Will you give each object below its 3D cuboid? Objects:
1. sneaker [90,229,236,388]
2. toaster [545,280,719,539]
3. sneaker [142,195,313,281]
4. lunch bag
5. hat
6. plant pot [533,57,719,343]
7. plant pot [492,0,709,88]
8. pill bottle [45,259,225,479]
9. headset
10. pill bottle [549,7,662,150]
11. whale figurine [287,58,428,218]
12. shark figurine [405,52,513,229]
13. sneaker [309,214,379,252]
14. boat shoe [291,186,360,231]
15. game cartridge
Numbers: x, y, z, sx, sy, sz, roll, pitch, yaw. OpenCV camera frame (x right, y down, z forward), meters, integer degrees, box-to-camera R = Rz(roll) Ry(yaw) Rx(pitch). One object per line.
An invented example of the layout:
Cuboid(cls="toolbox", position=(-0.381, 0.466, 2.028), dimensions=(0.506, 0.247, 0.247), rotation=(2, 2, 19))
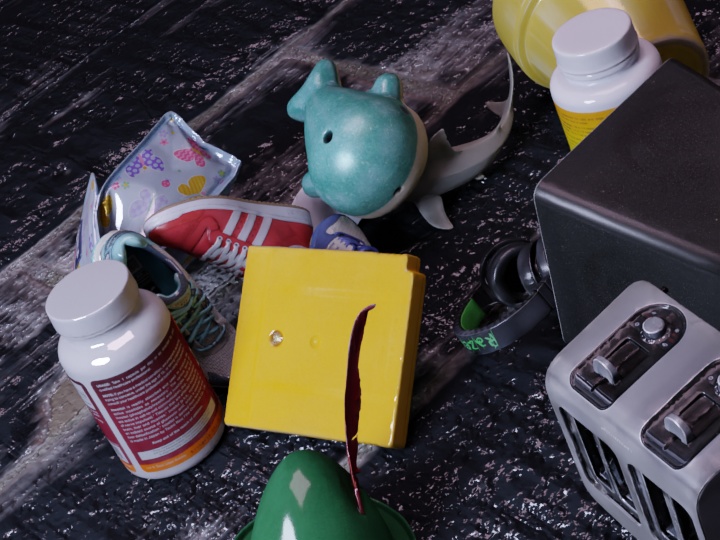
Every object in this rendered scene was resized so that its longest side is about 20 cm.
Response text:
Cuboid(cls="sneaker", position=(-0.183, 0.041, 1.637), dimensions=(0.078, 0.200, 0.086), rotation=(-49, 11, -18))
Cuboid(cls="toaster", position=(0.248, 0.134, 1.259), dimensions=(0.118, 0.200, 0.181), rotation=(-36, 43, -12))
Cuboid(cls="sneaker", position=(-0.120, -0.009, 1.686), dimensions=(0.071, 0.199, 0.113), rotation=(-39, 59, 45))
Cuboid(cls="lunch bag", position=(-0.237, -0.044, 1.782), dimensions=(0.127, 0.170, 0.200), rotation=(34, 58, 4))
Cuboid(cls="hat", position=(-0.042, 0.167, 1.364), dimensions=(0.165, 0.177, 0.200), rotation=(-10, 32, -6))
Cuboid(cls="plant pot", position=(0.292, -0.028, 1.444), dimensions=(0.177, 0.200, 0.200), rotation=(27, 59, 37))
Cuboid(cls="plant pot", position=(0.263, -0.246, 1.751), dimensions=(0.200, 0.201, 0.189), rotation=(-26, 50, -1))
Cuboid(cls="pill bottle", position=(-0.214, 0.092, 1.581), dimensions=(0.112, 0.201, 0.113), rotation=(-16, 35, 12))
Cuboid(cls="headset", position=(0.172, 0.010, 1.559), dimensions=(0.200, 0.094, 0.123), rotation=(-49, 18, -22))
Cuboid(cls="pill bottle", position=(0.248, -0.147, 1.605), dimensions=(0.109, 0.201, 0.110), rotation=(-17, 35, 12))
Cuboid(cls="whale figurine", position=(-0.020, -0.145, 1.733), dimensions=(0.159, 0.104, 0.200), rotation=(-51, 52, 17))
Cuboid(cls="shark figurine", position=(0.101, -0.134, 1.763), dimensions=(0.214, 0.090, 0.128), rotation=(-32, 52, -12))
Cuboid(cls="sneaker", position=(0.000, 0.000, 1.652), dimensions=(0.075, 0.088, 0.201), rotation=(12, 37, -20))
Cuboid(cls="boat shoe", position=(-0.015, -0.099, 1.833), dimensions=(0.200, 0.072, 0.068), rotation=(-53, 8, -15))
Cuboid(cls="game cartridge", position=(-0.033, 0.069, 1.562), dimensions=(0.199, 0.032, 0.177), rotation=(4, 84, 35))
